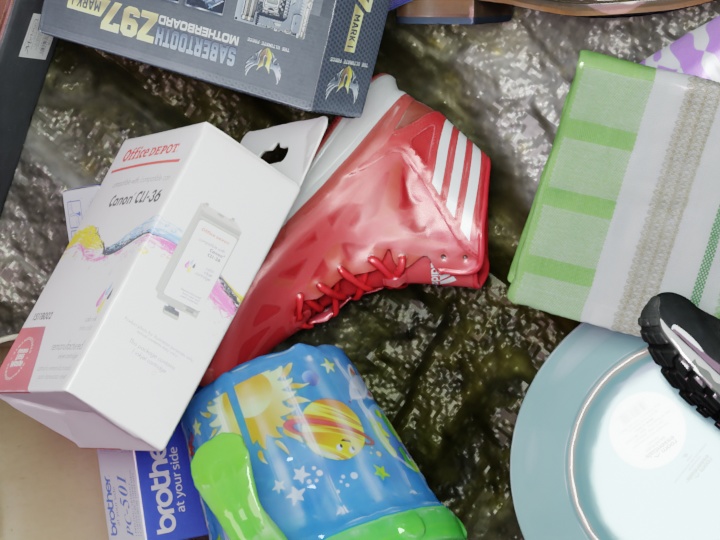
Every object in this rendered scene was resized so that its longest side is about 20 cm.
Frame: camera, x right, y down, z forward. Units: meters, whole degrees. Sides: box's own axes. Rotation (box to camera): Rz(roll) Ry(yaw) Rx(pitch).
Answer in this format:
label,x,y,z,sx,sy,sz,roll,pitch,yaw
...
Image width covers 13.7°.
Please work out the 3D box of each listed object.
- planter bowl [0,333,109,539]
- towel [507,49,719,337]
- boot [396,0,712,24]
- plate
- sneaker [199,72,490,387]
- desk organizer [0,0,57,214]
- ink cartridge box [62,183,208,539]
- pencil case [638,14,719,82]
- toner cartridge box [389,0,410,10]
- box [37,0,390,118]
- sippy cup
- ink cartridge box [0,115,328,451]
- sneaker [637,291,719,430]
label,x,y,z,sx,sy,sz,roll,pitch,yaw
planter bowl,-0.219,0.138,1.678,0.135,0.200,0.200,-5,92,45
towel,0.189,-0.026,1.550,0.200,0.031,0.149,15,113,-3
boot,0.110,-0.182,1.599,0.200,0.075,0.097,-1,96,20
plate,0.178,0.104,1.594,0.200,0.026,0.200,-1,82,7
sneaker,0.000,0.000,1.626,0.115,0.078,0.200,33,86,10
desk organizer,-0.235,-0.102,1.716,0.077,0.072,0.200,22,100,18
ink cartridge box,-0.103,0.048,1.669,0.044,0.094,0.200,-5,92,55
pencil case,0.224,-0.105,1.560,0.200,0.084,0.086,-32,59,18
toner cartridge box,-0.018,-0.181,1.620,0.200,0.043,0.095,-20,74,34
box,-0.071,-0.179,1.601,0.200,0.051,0.158,18,97,35
sippy cup,-0.030,0.114,1.598,0.140,0.178,0.130,-20,74,-16
ink cartridge box,-0.105,-0.008,1.575,0.067,0.116,0.200,34,73,-22
sneaker,0.235,0.064,1.545,0.200,0.076,0.088,40,84,-6
